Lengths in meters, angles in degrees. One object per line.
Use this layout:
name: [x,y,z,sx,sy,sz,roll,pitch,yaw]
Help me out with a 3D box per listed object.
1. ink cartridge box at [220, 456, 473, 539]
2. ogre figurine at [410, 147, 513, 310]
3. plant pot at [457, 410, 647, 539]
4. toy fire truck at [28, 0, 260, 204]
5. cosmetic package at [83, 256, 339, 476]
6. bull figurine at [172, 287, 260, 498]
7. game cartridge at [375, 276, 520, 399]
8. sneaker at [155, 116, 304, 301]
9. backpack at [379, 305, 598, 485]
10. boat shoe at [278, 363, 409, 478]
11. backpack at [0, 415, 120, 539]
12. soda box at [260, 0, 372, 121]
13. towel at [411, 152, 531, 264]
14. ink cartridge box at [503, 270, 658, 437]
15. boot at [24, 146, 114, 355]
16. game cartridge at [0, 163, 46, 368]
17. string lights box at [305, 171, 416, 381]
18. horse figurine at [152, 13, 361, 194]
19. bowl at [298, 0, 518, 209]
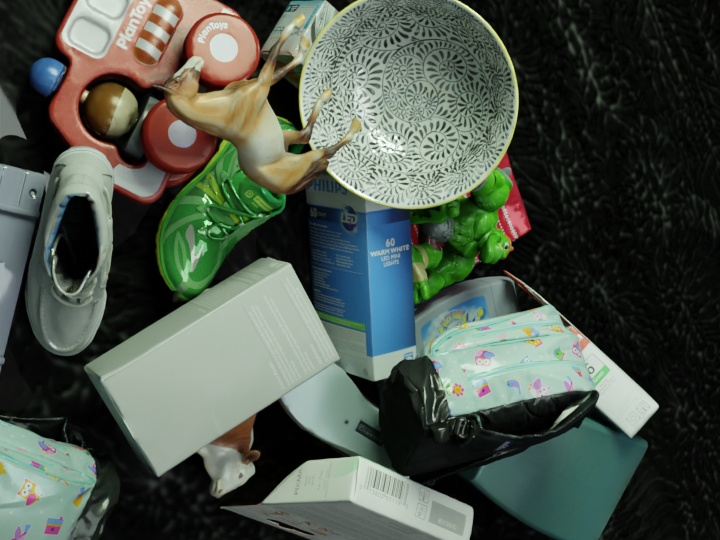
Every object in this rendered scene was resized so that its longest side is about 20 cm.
ink cartridge box: [-0.015,0.232,1.309,0.161,0.200,0.050,29,64,-36]
ogre figurine: [0.093,-0.042,1.358,0.120,0.098,0.201,-16,120,-45]
plant pot: [0.177,0.196,1.450,0.200,0.141,0.142,24,95,-40]
toy fire truck: [-0.194,-0.169,1.166,0.168,0.112,0.200,28,80,-12]
cosmetic package: [-0.132,0.082,1.188,0.200,0.090,0.107,-29,105,-15]
bull figurine: [-0.138,0.111,1.268,0.121,0.065,0.201,19,82,-31]
game cartridge: [0.101,0.088,1.463,0.200,0.040,0.134,-26,109,-31]
sneaker: [-0.121,-0.064,1.238,0.074,0.083,0.200,39,74,-32]
backpack: [0.126,0.116,1.272,0.199,0.167,0.127,-13,73,-17]
boat shoe: [-0.023,0.151,1.357,0.200,0.091,0.071,39,74,-19]
backpack: [-0.315,0.190,1.114,0.200,0.126,0.167,31,82,-33]
soda box: [-0.002,-0.181,1.320,0.200,0.064,0.069,38,75,-35]
towel: [0.095,-0.059,1.440,0.200,0.022,0.145,-32,115,-28]
ink cartridge box: [0.223,0.088,1.439,0.200,0.109,0.050,41,92,-10]
boot: [-0.247,0.002,1.116,0.073,0.096,0.200,6,117,-9]
game cartridge: [-0.347,0.002,1.116,0.129,0.038,0.201,13,90,-42]
string lights box: [0.000,0.000,1.328,0.059,0.103,0.201,-12,105,-35]
horse figurine: [-0.075,-0.125,1.131,0.133,0.050,0.200,-44,140,-12]
bowl: [0.050,-0.165,1.242,0.094,0.200,0.201,-57,141,-71]
